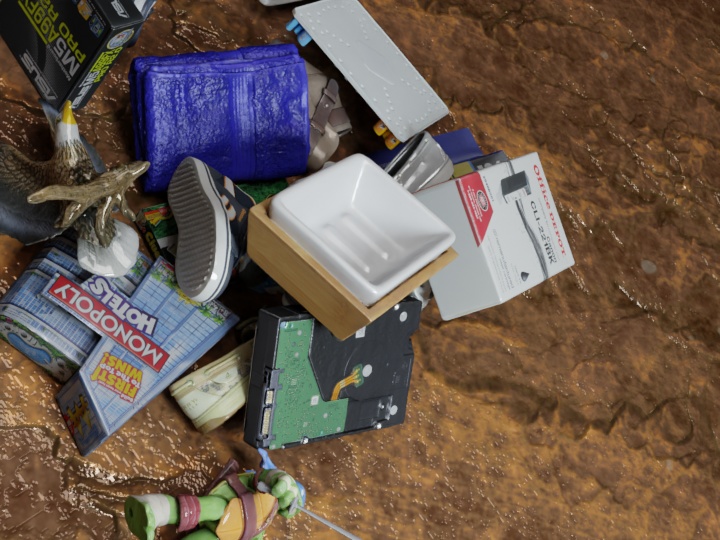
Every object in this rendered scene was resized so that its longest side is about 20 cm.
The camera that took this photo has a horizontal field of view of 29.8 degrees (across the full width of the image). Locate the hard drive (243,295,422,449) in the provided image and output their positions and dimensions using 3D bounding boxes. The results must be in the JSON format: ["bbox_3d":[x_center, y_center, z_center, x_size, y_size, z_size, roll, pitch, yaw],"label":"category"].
[{"bbox_3d":[-0.026,0.099,1.365,0.199,0.038,0.141,-7,110,-44],"label":"hard drive"}]

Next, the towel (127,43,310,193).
[{"bbox_3d":[-0.146,-0.165,1.458,0.199,0.049,0.149,-10,100,-28],"label":"towel"}]

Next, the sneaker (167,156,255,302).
[{"bbox_3d":[-0.141,-0.036,1.363,0.079,0.078,0.201,27,30,-31],"label":"sneaker"}]

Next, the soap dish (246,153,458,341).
[{"bbox_3d":[-0.009,-0.024,1.335,0.157,0.081,0.200,41,33,10],"label":"soap dish"}]

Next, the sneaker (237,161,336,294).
[{"bbox_3d":[-0.068,-0.050,1.468,0.200,0.086,0.075,-42,135,-29],"label":"sneaker"}]

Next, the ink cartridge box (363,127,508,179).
[{"bbox_3d":[0.126,-0.085,1.668,0.197,0.047,0.201,-19,77,-41],"label":"ink cartridge box"}]

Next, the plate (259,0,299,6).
[{"bbox_3d":[-0.094,-0.430,1.715,0.199,0.032,0.200,-20,69,-40],"label":"plate"}]

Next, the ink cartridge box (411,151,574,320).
[{"bbox_3d":[0.149,-0.043,1.535,0.200,0.083,0.145,-22,94,-56],"label":"ink cartridge box"}]

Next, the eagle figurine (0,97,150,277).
[{"bbox_3d":[-0.290,-0.092,1.301,0.152,0.199,0.152,33,76,-42],"label":"eagle figurine"}]

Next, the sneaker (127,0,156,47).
[{"bbox_3d":[-0.286,-0.335,1.506,0.108,0.070,0.201,12,59,-30],"label":"sneaker"}]

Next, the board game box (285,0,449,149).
[{"bbox_3d":[0.011,-0.246,1.653,0.200,0.026,0.200,49,25,0],"label":"board game box"}]

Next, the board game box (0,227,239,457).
[{"bbox_3d":[-0.245,0.065,1.292,0.200,0.062,0.200,38,47,-11],"label":"board game box"}]

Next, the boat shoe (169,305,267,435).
[{"bbox_3d":[-0.111,0.082,1.371,0.063,0.073,0.200,48,47,-5],"label":"boat shoe"}]

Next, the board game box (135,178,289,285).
[{"bbox_3d":[-0.139,-0.038,1.462,0.199,0.023,0.105,-19,73,-42],"label":"board game box"}]

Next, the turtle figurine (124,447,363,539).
[{"bbox_3d":[-0.108,0.251,1.221,0.193,0.144,0.201,-5,63,-34],"label":"turtle figurine"}]

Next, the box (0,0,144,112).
[{"bbox_3d":[-0.320,-0.285,1.388,0.044,0.160,0.201,-27,81,-44],"label":"box"}]

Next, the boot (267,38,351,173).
[{"bbox_3d":[-0.095,-0.173,1.550,0.146,0.070,0.200,51,53,-9],"label":"boot"}]

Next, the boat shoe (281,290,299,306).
[{"bbox_3d":[0.000,0.000,1.426,0.067,0.057,0.200,44,38,21],"label":"boat shoe"}]

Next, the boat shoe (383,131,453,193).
[{"bbox_3d":[0.024,-0.085,1.540,0.200,0.072,0.069,-40,108,-19],"label":"boat shoe"}]

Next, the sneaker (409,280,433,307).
[{"bbox_3d":[0.030,0.038,1.513,0.081,0.075,0.200,26,50,6],"label":"sneaker"}]
